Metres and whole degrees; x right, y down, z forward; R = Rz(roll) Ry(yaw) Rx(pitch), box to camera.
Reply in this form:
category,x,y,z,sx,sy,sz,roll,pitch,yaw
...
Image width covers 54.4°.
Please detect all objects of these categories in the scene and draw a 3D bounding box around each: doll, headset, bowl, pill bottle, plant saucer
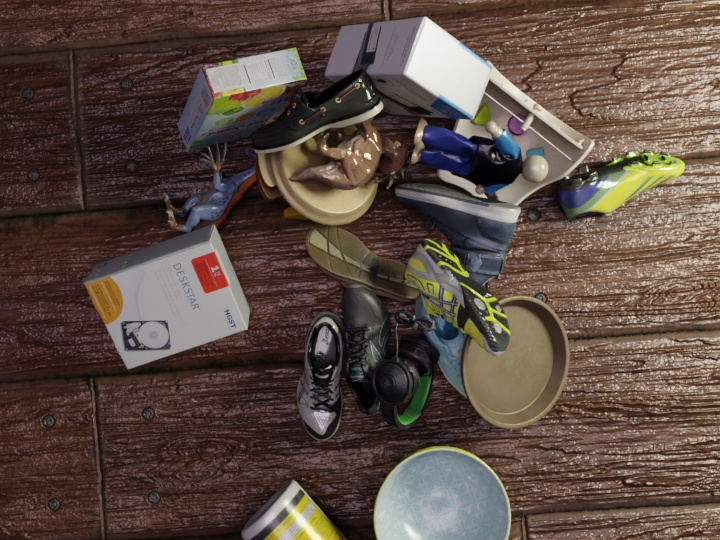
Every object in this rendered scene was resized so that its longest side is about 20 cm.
category,x,y,z,sx,sy,sz,roll,pitch,yaw
doll,0.176,-0.167,1.024,0.198,0.137,0.049,16,53,7
headset,0.079,0.146,1.032,0.093,0.123,0.202,12,126,32
bowl,0.119,0.356,1.058,0.198,0.108,0.202,0,89,2
pill bottle,-0.076,0.432,1.062,0.114,0.114,0.200,-43,87,1
plant saucer,0.232,0.138,1.063,0.198,0.029,0.202,-1,93,-24

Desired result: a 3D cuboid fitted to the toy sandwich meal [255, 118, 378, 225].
category,x,y,z,sx,sy,sz,roll,pitch,yaw
toy sandwich meal,-0.068,-0.154,1.085,0.203,0.070,0.207,8,73,-27

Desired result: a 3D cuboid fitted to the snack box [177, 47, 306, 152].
category,x,y,z,sx,sy,sz,roll,pitch,yaw
snack box,-0.176,-0.243,1.016,0.141,0.200,0.053,-19,87,-26

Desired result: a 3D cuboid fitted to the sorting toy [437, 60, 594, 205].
category,x,y,z,sx,sy,sz,roll,pitch,yaw
sorting toy,0.215,-0.185,1.076,0.199,0.107,0.181,36,104,-3

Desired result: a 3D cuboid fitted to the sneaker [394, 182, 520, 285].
category,x,y,z,sx,sy,sz,roll,pitch,yaw
sneaker,0.133,-0.051,1.082,0.201,0.077,0.148,19,112,25

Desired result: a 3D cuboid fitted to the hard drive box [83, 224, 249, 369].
category,x,y,z,sx,sy,sz,roll,pitch,yaw
hard drive box,-0.290,0.040,1.071,0.198,0.077,0.157,-19,112,2

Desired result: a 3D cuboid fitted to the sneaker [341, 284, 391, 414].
category,x,y,z,sx,sy,sz,roll,pitch,yaw
sneaker,0.009,0.121,1.059,0.075,0.079,0.202,-8,102,25

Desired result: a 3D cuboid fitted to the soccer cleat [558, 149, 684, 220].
category,x,y,z,sx,sy,sz,roll,pitch,yaw
soccer cleat,0.404,-0.131,1.090,0.198,0.065,0.084,-14,118,-2

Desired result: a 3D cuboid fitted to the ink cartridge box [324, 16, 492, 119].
category,x,y,z,sx,sy,sz,roll,pitch,yaw
ink cartridge box,0.064,-0.287,1.009,0.144,0.199,0.085,21,90,-37

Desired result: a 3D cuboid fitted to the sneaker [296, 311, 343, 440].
category,x,y,z,sx,sy,sz,roll,pitch,yaw
sneaker,-0.064,0.166,1.080,0.075,0.088,0.202,1,90,0

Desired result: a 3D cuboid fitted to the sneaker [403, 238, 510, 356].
category,x,y,z,sx,sy,sz,roll,pitch,yaw
sneaker,0.139,0.047,1.012,0.077,0.075,0.201,-51,59,28

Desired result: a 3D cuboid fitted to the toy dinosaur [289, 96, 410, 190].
category,x,y,z,sx,sy,sz,roll,pitch,yaw
toy dinosaur,0.000,-0.161,1.037,0.200,0.086,0.136,-38,111,-22

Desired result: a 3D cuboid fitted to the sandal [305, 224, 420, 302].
category,x,y,z,sx,sy,sz,roll,pitch,yaw
sandal,0.000,0.000,1.097,0.199,0.054,0.081,25,57,-10

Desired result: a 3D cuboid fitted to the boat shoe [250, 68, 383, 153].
category,x,y,z,sx,sy,sz,roll,pitch,yaw
boat shoe,-0.070,-0.221,0.978,0.200,0.074,0.063,-18,123,19

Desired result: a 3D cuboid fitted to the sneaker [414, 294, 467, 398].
category,x,y,z,sx,sy,sz,roll,pitch,yaw
sneaker,0.146,0.124,1.075,0.074,0.082,0.201,-36,88,2

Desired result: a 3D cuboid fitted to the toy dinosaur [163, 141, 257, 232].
category,x,y,z,sx,sy,sz,roll,pitch,yaw
toy dinosaur,-0.220,-0.123,1.117,0.180,0.105,0.202,-17,122,-8
